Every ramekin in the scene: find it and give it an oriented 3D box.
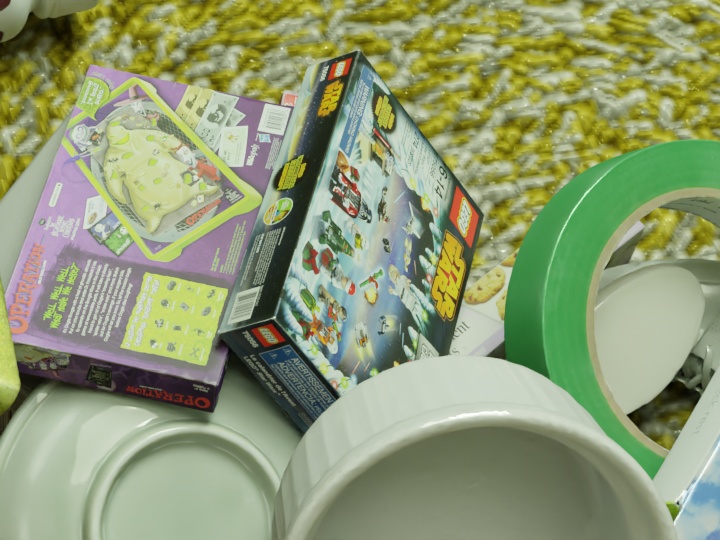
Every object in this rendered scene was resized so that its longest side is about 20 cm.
[{"bbox_3d":[0.049,0.140,1.227,0.199,0.201,0.098,3,22,-10],"label":"ramekin"}]

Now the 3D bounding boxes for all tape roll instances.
[{"bbox_3d":[0.174,0.033,1.330,0.199,0.048,0.202,3,82,-23],"label":"tape roll"}]

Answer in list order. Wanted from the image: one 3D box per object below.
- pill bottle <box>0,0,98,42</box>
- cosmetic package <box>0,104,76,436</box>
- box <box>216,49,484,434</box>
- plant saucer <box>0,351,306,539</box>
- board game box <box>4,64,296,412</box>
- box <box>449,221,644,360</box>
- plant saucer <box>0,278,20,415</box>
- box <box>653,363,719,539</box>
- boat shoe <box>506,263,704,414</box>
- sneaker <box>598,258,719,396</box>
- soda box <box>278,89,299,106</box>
[{"bbox_3d":[-0.258,-0.180,1.444,0.199,0.114,0.115,-13,62,-19],"label":"pill bottle"},{"bbox_3d":[-0.151,0.000,1.372,0.106,0.090,0.200,26,61,8],"label":"cosmetic package"},{"bbox_3d":[0.000,0.000,1.333,0.040,0.137,0.201,-15,41,31],"label":"box"},{"bbox_3d":[-0.092,0.130,1.273,0.199,0.050,0.201,1,87,-19],"label":"plant saucer"},{"bbox_3d":[-0.111,-0.021,1.309,0.119,0.032,0.201,15,49,0],"label":"board game box"},{"bbox_3d":[0.082,0.024,1.431,0.200,0.039,0.041,-37,70,-28],"label":"box"},{"bbox_3d":[-0.274,0.017,1.282,0.048,0.200,0.201,26,42,-50],"label":"plant saucer"},{"bbox_3d":[0.231,0.096,1.295,0.122,0.048,0.200,39,69,-15],"label":"box"},{"bbox_3d":[0.103,0.066,1.375,0.200,0.068,0.072,-47,120,-9],"label":"boat shoe"},{"bbox_3d":[0.216,0.063,1.414,0.199,0.074,0.116,7,56,-7],"label":"sneaker"},{"bbox_3d":[-0.033,0.003,1.402,0.063,0.070,0.201,12,58,-5],"label":"soda box"}]
